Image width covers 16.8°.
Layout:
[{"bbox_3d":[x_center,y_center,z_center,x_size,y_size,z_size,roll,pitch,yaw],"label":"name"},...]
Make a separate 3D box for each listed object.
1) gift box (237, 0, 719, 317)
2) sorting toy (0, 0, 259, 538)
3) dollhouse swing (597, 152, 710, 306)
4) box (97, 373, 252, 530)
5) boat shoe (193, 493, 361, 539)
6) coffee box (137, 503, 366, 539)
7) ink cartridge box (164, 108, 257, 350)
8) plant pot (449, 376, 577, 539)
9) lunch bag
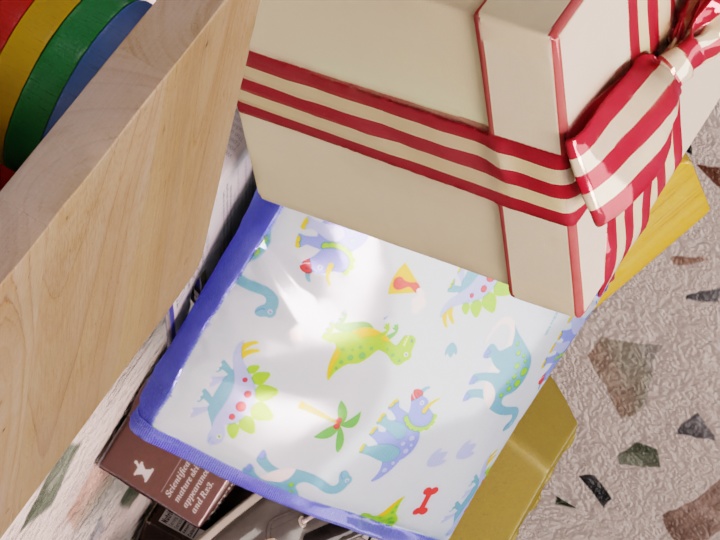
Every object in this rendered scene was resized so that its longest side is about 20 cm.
[{"bbox_3d":[0.067,-0.103,1.019,0.185,0.186,0.200,-57,151,-27],"label":"gift box"},{"bbox_3d":[-0.120,-0.001,0.806,0.199,0.069,0.200,-55,171,-32],"label":"sorting toy"},{"bbox_3d":[0.090,-0.102,1.481,0.182,0.200,0.176,-42,144,22],"label":"dollhouse swing"},{"bbox_3d":[-0.084,0.096,1.421,0.100,0.075,0.200,-58,171,-5],"label":"box"},{"bbox_3d":[-0.033,0.146,1.380,0.200,0.057,0.067,-29,167,-48],"label":"boat shoe"},{"bbox_3d":[-0.053,0.220,1.609,0.080,0.199,0.113,-57,172,-45],"label":"coffee box"},{"bbox_3d":[-0.053,-0.053,1.169,0.200,0.040,0.200,-57,172,-18],"label":"ink cartridge box"},{"bbox_3d":[0.098,0.167,2.423,0.196,0.199,0.194,-65,171,28],"label":"plant pot"},{"bbox_3d":[-0.006,0.027,1.177,0.200,0.127,0.171,21,101,-52],"label":"lunch bag"}]
